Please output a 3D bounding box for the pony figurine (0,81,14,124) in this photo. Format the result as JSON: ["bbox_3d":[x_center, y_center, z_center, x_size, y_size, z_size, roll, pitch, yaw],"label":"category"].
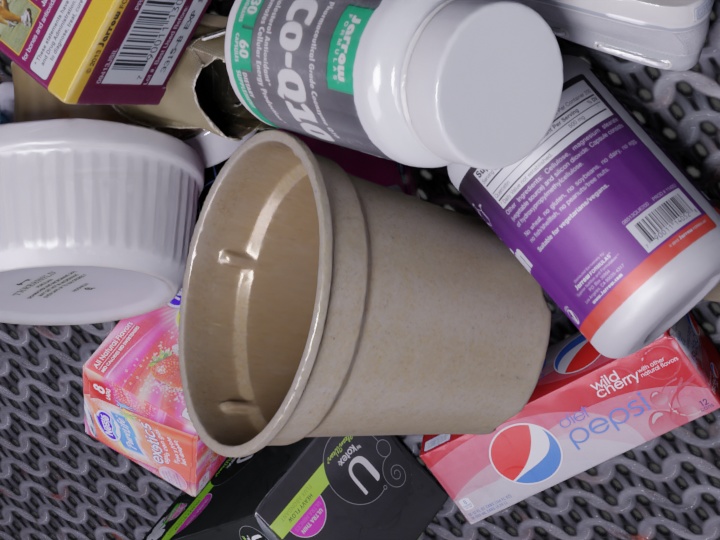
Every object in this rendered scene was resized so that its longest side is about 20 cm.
[{"bbox_3d":[-0.247,-0.075,1.812,0.199,0.167,0.194,-4,122,27],"label":"pony figurine"}]

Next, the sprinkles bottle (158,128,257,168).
[{"bbox_3d":[-0.144,-0.165,1.660,0.068,0.068,0.200,-2,129,44],"label":"sprinkles bottle"}]

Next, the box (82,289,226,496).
[{"bbox_3d":[-0.106,0.047,1.756,0.102,0.200,0.095,29,147,15],"label":"box"}]

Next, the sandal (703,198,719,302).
[{"bbox_3d":[0.177,-0.006,1.561,0.199,0.054,0.080,7,135,37],"label":"sandal"}]

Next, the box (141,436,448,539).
[{"bbox_3d":[-0.057,0.204,1.942,0.124,0.149,0.200,49,145,-13],"label":"box"}]

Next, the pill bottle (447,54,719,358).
[{"bbox_3d":[0.131,-0.051,1.478,0.200,0.112,0.113,50,148,12],"label":"pill bottle"}]

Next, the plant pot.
[{"bbox_3d":[0.009,0.027,1.512,0.183,0.201,0.200,10,158,-28],"label":"plant pot"}]

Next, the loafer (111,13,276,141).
[{"bbox_3d":[-0.096,-0.125,1.573,0.199,0.068,0.076,-6,125,38],"label":"loafer"}]

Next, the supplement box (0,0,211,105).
[{"bbox_3d":[-0.194,-0.210,1.529,0.200,0.103,0.131,41,113,23],"label":"supplement box"}]

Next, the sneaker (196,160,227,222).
[{"bbox_3d":[-0.083,-0.018,1.688,0.070,0.201,0.078,-13,150,-3],"label":"sneaker"}]

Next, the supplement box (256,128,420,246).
[{"bbox_3d":[0.000,0.000,1.660,0.103,0.101,0.200,-14,130,8],"label":"supplement box"}]

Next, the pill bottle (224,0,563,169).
[{"bbox_3d":[0.019,-0.122,1.413,0.200,0.113,0.113,18,144,51],"label":"pill bottle"}]

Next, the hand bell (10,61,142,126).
[{"bbox_3d":[-0.225,-0.183,1.673,0.104,0.104,0.201,-11,95,49],"label":"hand bell"}]

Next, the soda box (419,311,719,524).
[{"bbox_3d":[0.141,0.092,1.625,0.200,0.063,0.070,-28,112,23],"label":"soda box"}]

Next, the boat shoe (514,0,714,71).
[{"bbox_3d":[0.112,-0.166,1.427,0.199,0.072,0.069,14,136,17],"label":"boat shoe"}]

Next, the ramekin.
[{"bbox_3d":[-0.203,-0.027,1.646,0.201,0.095,0.202,-4,165,-1],"label":"ramekin"}]
